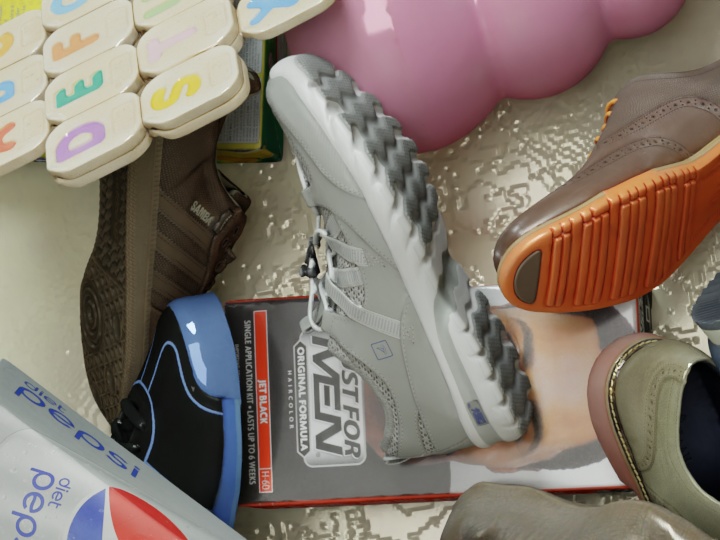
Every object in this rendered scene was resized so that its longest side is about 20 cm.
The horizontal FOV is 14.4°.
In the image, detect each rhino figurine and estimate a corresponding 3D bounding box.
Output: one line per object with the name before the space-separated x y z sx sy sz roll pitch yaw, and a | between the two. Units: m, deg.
rhino figurine | 0.115 0.142 1.256 0.199 0.060 0.088 5 105 38

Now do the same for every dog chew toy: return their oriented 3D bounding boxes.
dog chew toy | 0.064 -0.131 1.342 0.199 0.125 0.125 -17 80 4

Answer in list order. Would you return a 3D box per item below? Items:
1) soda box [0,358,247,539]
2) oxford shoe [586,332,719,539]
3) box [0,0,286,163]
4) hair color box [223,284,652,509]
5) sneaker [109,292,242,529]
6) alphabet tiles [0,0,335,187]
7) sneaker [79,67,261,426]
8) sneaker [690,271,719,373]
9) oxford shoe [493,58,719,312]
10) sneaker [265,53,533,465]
soda box | -0.106 0.128 1.285 0.200 0.068 0.064 37 100 -3
oxford shoe | 0.171 0.120 1.275 0.071 0.074 0.200 -38 105 -19
box | -0.137 -0.112 1.427 0.199 0.048 0.118 1 84 12
hair color box | 0.039 0.059 1.353 0.199 0.061 0.102 -5 83 13
sneaker | -0.103 0.108 1.344 0.078 0.070 0.201 -1 107 -18
alphabet tiles | -0.103 -0.116 1.320 0.195 0.015 0.200 -26 36 11
sneaker | -0.087 -0.010 1.368 0.070 0.075 0.201 -127 37 -49
sneaker | 0.225 0.005 1.277 0.070 0.200 0.082 -13 109 52
oxford shoe | 0.128 -0.043 1.306 0.200 0.071 0.073 -26 52 -31
sneaker | 0.000 0.000 1.281 0.082 0.075 0.201 -24 96 17
